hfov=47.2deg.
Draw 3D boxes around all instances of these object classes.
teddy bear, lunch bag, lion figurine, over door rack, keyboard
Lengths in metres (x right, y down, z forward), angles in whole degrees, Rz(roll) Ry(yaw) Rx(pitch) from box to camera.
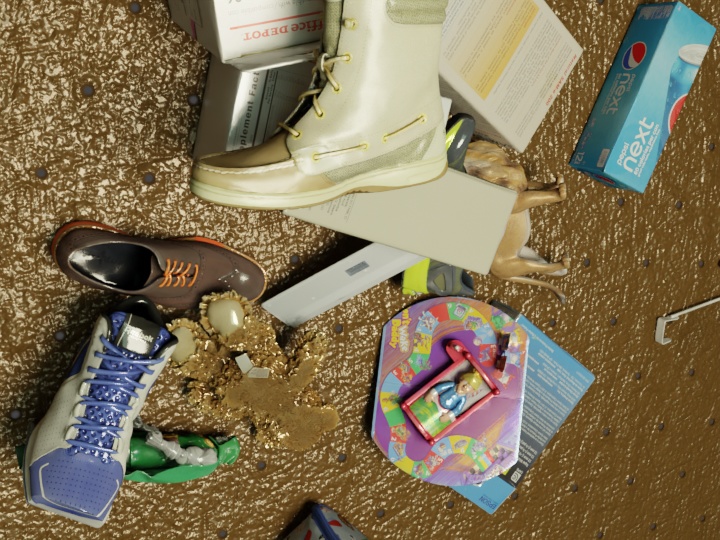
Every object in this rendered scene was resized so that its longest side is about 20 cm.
[{"bbox_3d":[-0.104,0.096,0.801,0.200,0.067,0.145,30,105,-29],"label":"teddy bear"},{"bbox_3d":[0.014,0.346,0.871,0.076,0.160,0.200,-48,116,-6],"label":"lunch bag"},{"bbox_3d":[0.159,-0.046,0.887,0.122,0.073,0.200,-5,116,12],"label":"lion figurine"},{"bbox_3d":[0.488,0.043,1.016,0.200,0.148,0.067,-27,114,-17],"label":"over door rack"},{"bbox_3d":[0.000,0.000,0.803,0.200,0.011,0.056,-28,140,13],"label":"keyboard"}]

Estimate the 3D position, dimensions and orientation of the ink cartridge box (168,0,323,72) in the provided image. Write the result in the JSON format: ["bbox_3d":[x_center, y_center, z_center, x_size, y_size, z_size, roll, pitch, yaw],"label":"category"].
[{"bbox_3d":[-0.078,-0.222,0.660,0.116,0.200,0.068,-18,124,-19],"label":"ink cartridge box"}]

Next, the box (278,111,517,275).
[{"bbox_3d":[0.026,-0.064,0.698,0.200,0.068,0.082,17,98,-25],"label":"box"}]

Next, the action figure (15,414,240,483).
[{"bbox_3d":[-0.205,0.168,0.771,0.200,0.118,0.055,9,90,-35],"label":"action figure"}]

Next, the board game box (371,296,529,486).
[{"bbox_3d":[0.094,0.126,0.863,0.158,0.039,0.200,7,84,4],"label":"board game box"}]

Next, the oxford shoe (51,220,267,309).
[{"bbox_3d":[-0.175,0.005,0.749,0.200,0.073,0.071,8,99,-26],"label":"oxford shoe"}]

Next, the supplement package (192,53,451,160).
[{"bbox_3d":[-0.038,-0.129,0.756,0.200,0.110,0.114,9,100,-26],"label":"supplement package"}]

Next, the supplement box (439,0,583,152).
[{"bbox_3d":[0.115,-0.222,0.799,0.200,0.073,0.126,33,88,-42],"label":"supplement box"}]

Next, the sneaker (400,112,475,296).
[{"bbox_3d":[0.095,-0.061,0.829,0.081,0.074,0.200,11,120,5],"label":"sneaker"}]

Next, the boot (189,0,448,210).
[{"bbox_3d":[-0.026,-0.128,0.570,0.200,0.072,0.155,-12,119,-24],"label":"boot"}]

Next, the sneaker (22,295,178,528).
[{"bbox_3d":[-0.209,0.094,0.676,0.080,0.200,0.115,23,136,-17],"label":"sneaker"}]

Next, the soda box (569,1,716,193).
[{"bbox_3d":[0.316,-0.194,0.927,0.068,0.064,0.200,22,94,-27],"label":"soda box"}]

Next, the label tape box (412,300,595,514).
[{"bbox_3d":[0.153,0.157,0.942,0.143,0.066,0.200,38,89,-26],"label":"label tape box"}]
